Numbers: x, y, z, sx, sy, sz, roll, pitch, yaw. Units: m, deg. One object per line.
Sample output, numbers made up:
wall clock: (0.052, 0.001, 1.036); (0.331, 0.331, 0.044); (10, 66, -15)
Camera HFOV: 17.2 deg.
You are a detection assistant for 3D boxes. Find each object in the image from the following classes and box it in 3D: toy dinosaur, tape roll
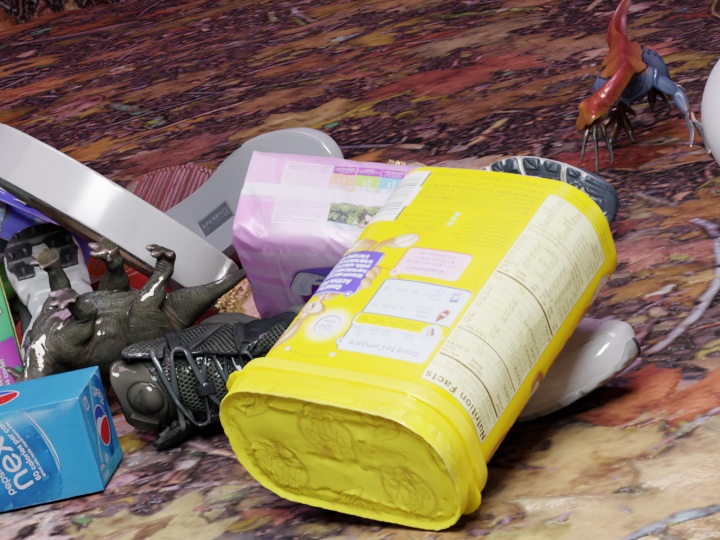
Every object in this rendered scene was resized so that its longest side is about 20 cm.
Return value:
toy dinosaur: (0.206, -0.154, 1.961); (0.105, 0.201, 0.181); (-28, -21, 9)
toy dinosaur: (-0.165, 0.034, 1.578); (0.200, 0.103, 0.077); (-25, 43, -27)
tape roll: (-0.178, -0.037, 1.674); (0.037, 0.202, 0.203); (-60, 24, -6)

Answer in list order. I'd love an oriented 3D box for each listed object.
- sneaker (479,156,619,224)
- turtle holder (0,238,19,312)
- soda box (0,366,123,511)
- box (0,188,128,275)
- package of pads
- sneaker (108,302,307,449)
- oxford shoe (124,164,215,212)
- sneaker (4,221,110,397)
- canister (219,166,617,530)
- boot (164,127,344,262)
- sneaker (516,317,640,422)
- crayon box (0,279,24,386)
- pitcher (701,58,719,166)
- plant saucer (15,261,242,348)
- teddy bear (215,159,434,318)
sneaker: (0.109, -0.052, 1.778); (0.199, 0.078, 0.086); (-4, 13, 36)
turtle holder: (-0.361, -0.006, 1.959); (0.141, 0.132, 0.185); (-2, 18, 42)
soda box: (-0.255, 0.117, 1.490); (0.199, 0.064, 0.068); (-13, 14, 8)
box: (-0.241, -0.034, 1.917); (0.119, 0.042, 0.200); (23, 6, 13)
package of pads: (0.026, -0.012, 1.512); (0.199, 0.121, 0.076); (5, 59, 13)
sneaker: (-0.081, 0.070, 1.487); (0.114, 0.077, 0.199); (-24, 13, -30)
oxford shoe: (-0.106, -0.035, 1.926); (0.199, 0.075, 0.071); (10, 66, 30)
sneaker: (-0.205, 0.056, 1.686); (0.066, 0.091, 0.200); (-16, 39, -7)
canister: (0.037, 0.036, 1.305); (0.148, 0.087, 0.200); (8, 45, 34)
boot: (-0.066, -0.058, 1.762); (0.200, 0.074, 0.095); (-27, -1, 39)
sneaker: (0.072, 0.041, 1.411); (0.199, 0.087, 0.074); (-4, 16, 35)
crayon box: (-0.334, 0.009, 1.720); (0.172, 0.201, 0.058); (-2, 17, 41)
pitcher: (0.335, -0.094, 1.668); (0.171, 0.122, 0.200); (4, 21, -11)
plant saucer: (-0.150, 0.024, 1.824); (0.199, 0.037, 0.200); (0, 19, 46)
teddy bear: (0.000, 0.000, 1.632); (0.145, 0.067, 0.200); (25, 59, 24)
